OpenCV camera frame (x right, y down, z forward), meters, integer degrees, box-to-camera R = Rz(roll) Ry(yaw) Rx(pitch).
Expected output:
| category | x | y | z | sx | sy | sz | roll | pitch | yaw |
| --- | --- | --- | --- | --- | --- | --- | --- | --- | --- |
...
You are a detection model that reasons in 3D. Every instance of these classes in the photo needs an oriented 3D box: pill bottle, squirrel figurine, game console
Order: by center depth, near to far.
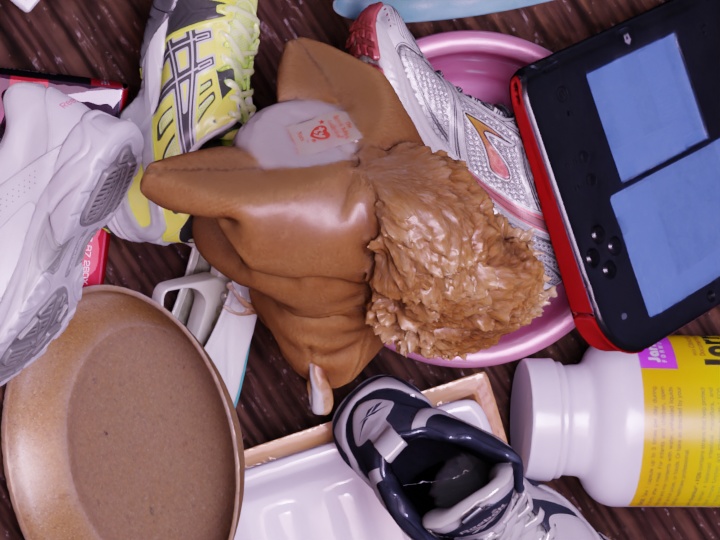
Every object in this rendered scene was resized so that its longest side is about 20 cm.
| category | x | y | z | sx | sy | sz | roll | pitch | yaw |
| --- | --- | --- | --- | --- | --- | --- | --- | --- | --- |
| squirrel figurine | 0.000 | 0.000 | 1.504 | 0.200 | 0.142 | 0.187 | 19 | 140 | 24 |
| game console | 0.175 | -0.059 | 1.602 | 0.200 | 0.031 | 0.177 | -27 | 106 | -44 |
| pill bottle | 0.194 | 0.090 | 1.645 | 0.200 | 0.104 | 0.104 | 1 | 98 | -8 |

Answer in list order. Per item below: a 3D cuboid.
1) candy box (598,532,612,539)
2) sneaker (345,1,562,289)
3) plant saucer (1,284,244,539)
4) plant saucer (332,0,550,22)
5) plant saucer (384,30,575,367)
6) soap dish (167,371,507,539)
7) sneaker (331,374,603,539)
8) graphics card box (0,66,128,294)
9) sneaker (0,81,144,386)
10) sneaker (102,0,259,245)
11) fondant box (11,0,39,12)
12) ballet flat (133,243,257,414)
| category | x | y | z | sx | sy | sz | roll | pitch | yaw |
| --- | --- | --- | --- | --- | --- | --- | --- | --- | --- |
| candy box | 0.199 | 0.236 | 1.619 | 0.136 | 0.200 | 0.061 | 32 | 94 | -12 |
| sneaker | 0.061 | -0.072 | 1.576 | 0.082 | 0.078 | 0.200 | -38 | 108 | -10 |
| plant saucer | -0.130 | 0.107 | 1.590 | 0.035 | 0.200 | 0.201 | -7 | 102 | -48 |
| plant saucer | 0.080 | -0.178 | 1.548 | 0.200 | 0.200 | 0.027 | -10 | 84 | -6 |
| plant saucer | 0.062 | -0.044 | 1.636 | 0.200 | 0.051 | 0.201 | -1 | 99 | -7 |
| soap dish | 0.000 | 0.161 | 1.643 | 0.200 | 0.081 | 0.158 | -18 | 101 | -5 |
| sneaker | 0.073 | 0.142 | 1.542 | 0.079 | 0.130 | 0.199 | -43 | 101 | 1 |
| graphics card box | -0.241 | -0.060 | 1.594 | 0.200 | 0.051 | 0.126 | 7 | 98 | -7 |
| sneaker | -0.202 | -0.020 | 1.553 | 0.099 | 0.078 | 0.200 | 35 | 106 | 16 |
| sneaker | -0.085 | -0.107 | 1.577 | 0.076 | 0.075 | 0.200 | 17 | 90 | 30 |
| fondant box | -0.219 | -0.266 | 1.562 | 0.200 | 0.058 | 0.144 | 41 | 92 | -10 |
| ballet flat | -0.086 | 0.001 | 1.610 | 0.069 | 0.069 | 0.200 | 15 | 99 | -9 |
